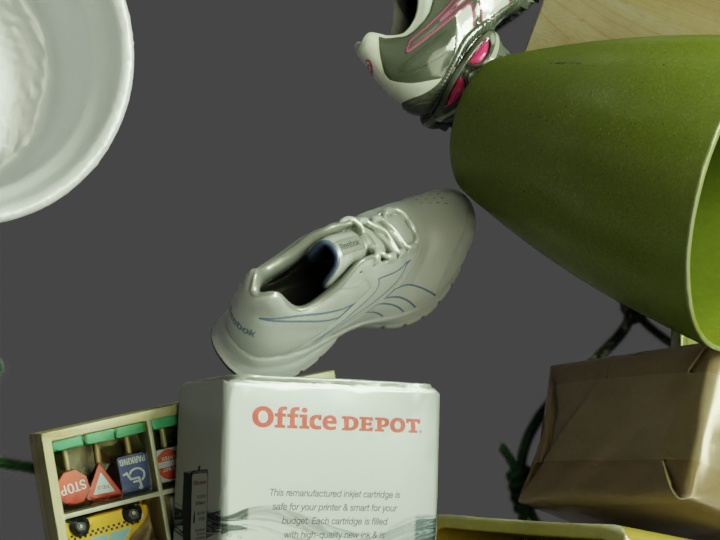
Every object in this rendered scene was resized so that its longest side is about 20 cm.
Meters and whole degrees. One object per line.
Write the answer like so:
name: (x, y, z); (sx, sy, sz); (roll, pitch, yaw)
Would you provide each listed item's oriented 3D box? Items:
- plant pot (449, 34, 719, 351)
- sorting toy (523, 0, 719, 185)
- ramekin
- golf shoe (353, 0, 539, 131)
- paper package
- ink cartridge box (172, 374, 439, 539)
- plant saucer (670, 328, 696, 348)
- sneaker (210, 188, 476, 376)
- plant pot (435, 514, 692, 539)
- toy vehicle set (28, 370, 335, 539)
plant pot: (0.161, -0.069, 1.089); (0.187, 0.199, 0.189); (-28, 127, -45)
sorting toy: (0.216, -0.137, 1.166); (0.199, 0.200, 0.070); (26, 29, 11)
ramekin: (-0.236, -0.120, 0.987); (0.199, 0.098, 0.203); (3, 84, -27)
golf shoe: (0.075, -0.192, 1.178); (0.088, 0.077, 0.201); (35, 67, -9)
paper package: (0.239, 0.136, 1.164); (0.199, 0.190, 0.104); (23, 71, -25)
ink cartridge box: (-0.034, 0.165, 1.044); (0.145, 0.083, 0.202); (6, 83, -28)
plant saucer: (0.293, 0.016, 1.270); (0.198, 0.048, 0.202); (17, 63, -26)
sneaker: (0.000, 0.000, 1.100); (0.199, 0.087, 0.075); (-32, 71, -29)
plant pot: (0.172, 0.261, 1.122); (0.199, 0.195, 0.196); (8, 81, -34)
toy vehicle set: (-0.096, 0.141, 1.076); (0.199, 0.026, 0.125); (-11, 90, -29)
